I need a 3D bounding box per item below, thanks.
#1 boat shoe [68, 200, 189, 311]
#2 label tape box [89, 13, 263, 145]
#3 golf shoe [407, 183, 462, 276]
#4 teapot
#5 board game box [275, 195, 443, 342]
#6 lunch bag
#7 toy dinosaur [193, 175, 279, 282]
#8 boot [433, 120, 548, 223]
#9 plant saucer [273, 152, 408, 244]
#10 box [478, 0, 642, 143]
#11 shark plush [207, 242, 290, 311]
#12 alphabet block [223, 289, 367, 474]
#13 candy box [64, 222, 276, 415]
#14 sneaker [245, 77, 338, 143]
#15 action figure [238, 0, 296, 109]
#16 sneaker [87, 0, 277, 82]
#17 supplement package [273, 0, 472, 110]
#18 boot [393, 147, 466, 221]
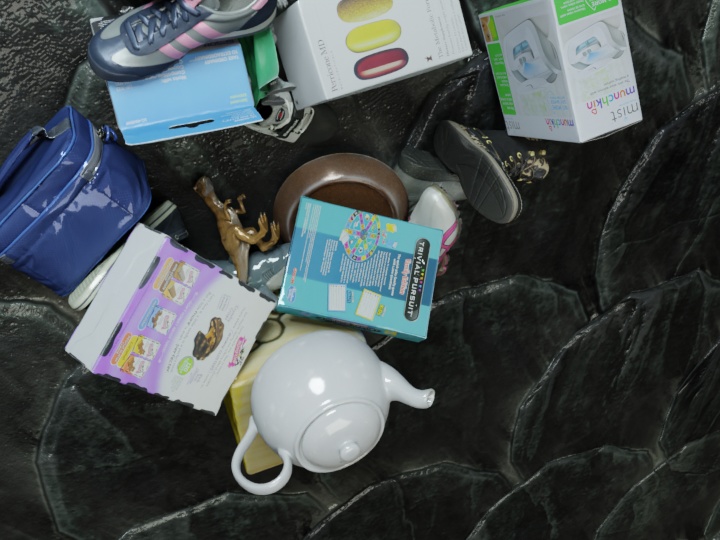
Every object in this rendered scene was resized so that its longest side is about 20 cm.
[{"bbox_3d":[-0.281,-0.012,0.891,0.074,0.200,0.062,-20,115,37],"label":"boat shoe"},{"bbox_3d":[-0.200,-0.217,0.767,0.142,0.200,0.066,-15,131,-16],"label":"label tape box"},{"bbox_3d":[0.092,-0.038,1.048,0.092,0.073,0.201,-33,150,-27],"label":"golf shoe"},{"bbox_3d":[-0.043,0.186,0.914,0.196,0.146,0.201,15,115,-33],"label":"teapot"},{"bbox_3d":[0.000,0.000,0.958,0.199,0.047,0.152,13,76,-7],"label":"board game box"},{"bbox_3d":[-0.347,-0.089,0.827,0.200,0.136,0.132,-45,130,10],"label":"lunch bag"},{"bbox_3d":[-0.165,-0.036,0.977,0.106,0.060,0.201,-12,101,16],"label":"toy dinosaur"},{"bbox_3d":[0.209,-0.146,1.026,0.150,0.200,0.073,-4,132,-30],"label":"boot"},{"bbox_3d":[-0.025,-0.074,1.030,0.199,0.035,0.201,-5,130,-6],"label":"plant saucer"},{"bbox_3d":[0.254,-0.267,0.924,0.096,0.200,0.178,-20,108,-10],"label":"box"},{"bbox_3d":[-0.181,-0.011,1.024,0.198,0.091,0.084,10,121,-1],"label":"shark plush"},{"bbox_3d":[-0.109,0.147,1.073,0.199,0.196,0.197,-15,126,-15],"label":"alphabet block"},{"bbox_3d":[-0.220,0.065,0.868,0.200,0.071,0.169,37,78,-49],"label":"candy box"},{"bbox_3d":[-0.106,-0.197,0.904,0.199,0.089,0.074,13,115,-34],"label":"sneaker"},{"bbox_3d":[-0.118,-0.287,0.797,0.054,0.118,0.201,-12,86,-26],"label":"action figure"},{"bbox_3d":[-0.173,-0.250,0.690,0.199,0.082,0.070,-29,86,-13],"label":"sneaker"},{"bbox_3d":[0.012,-0.275,0.852,0.199,0.109,0.114,-23,104,-20],"label":"supplement package"},{"bbox_3d":[0.115,-0.110,1.098,0.199,0.068,0.131,8,128,-27],"label":"boot"}]
